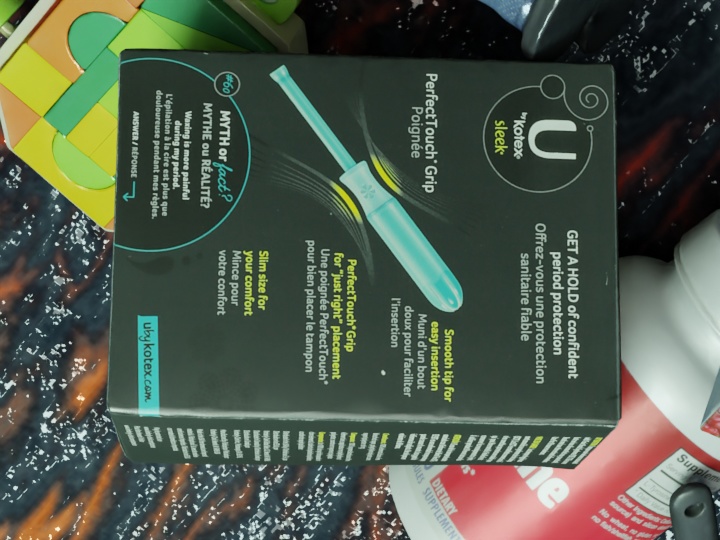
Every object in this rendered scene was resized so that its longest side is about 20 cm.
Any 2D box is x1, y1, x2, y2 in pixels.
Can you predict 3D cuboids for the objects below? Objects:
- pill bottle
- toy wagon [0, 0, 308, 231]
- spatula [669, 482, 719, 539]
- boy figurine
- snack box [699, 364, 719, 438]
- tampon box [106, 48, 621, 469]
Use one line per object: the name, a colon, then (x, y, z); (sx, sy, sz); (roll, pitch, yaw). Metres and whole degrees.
pill bottle: (0.117, 0.067, 0.998); (0.112, 0.112, 0.200); (44, 112, -10)
toy wagon: (-0.085, -0.099, 0.981); (0.155, 0.040, 0.200); (41, 129, -10)
spatula: (0.160, 0.143, 1.019); (0.056, 0.021, 0.200); (-20, 151, -1)
boy figurine: (0.030, -0.165, 0.917); (0.200, 0.124, 0.065); (42, 125, 24)
snack box: (0.241, -0.001, 0.913); (0.142, 0.201, 0.053); (22, 158, 0)
tampon box: (0.000, 0.000, 0.895); (0.199, 0.126, 0.151); (2, 77, -3)
